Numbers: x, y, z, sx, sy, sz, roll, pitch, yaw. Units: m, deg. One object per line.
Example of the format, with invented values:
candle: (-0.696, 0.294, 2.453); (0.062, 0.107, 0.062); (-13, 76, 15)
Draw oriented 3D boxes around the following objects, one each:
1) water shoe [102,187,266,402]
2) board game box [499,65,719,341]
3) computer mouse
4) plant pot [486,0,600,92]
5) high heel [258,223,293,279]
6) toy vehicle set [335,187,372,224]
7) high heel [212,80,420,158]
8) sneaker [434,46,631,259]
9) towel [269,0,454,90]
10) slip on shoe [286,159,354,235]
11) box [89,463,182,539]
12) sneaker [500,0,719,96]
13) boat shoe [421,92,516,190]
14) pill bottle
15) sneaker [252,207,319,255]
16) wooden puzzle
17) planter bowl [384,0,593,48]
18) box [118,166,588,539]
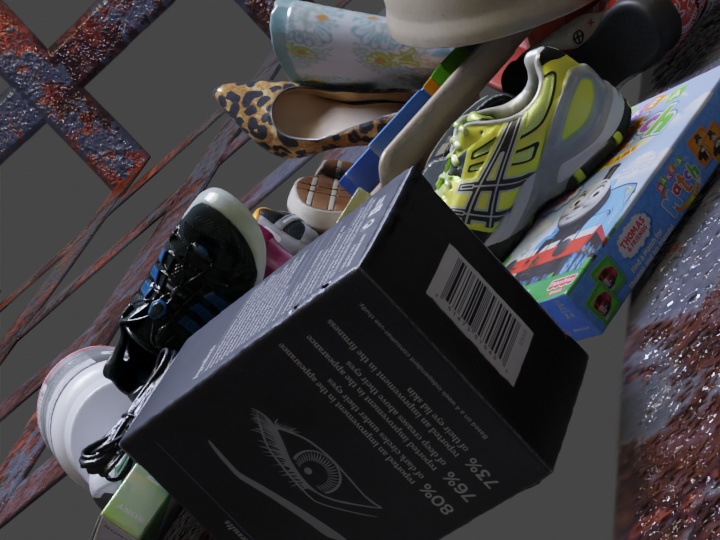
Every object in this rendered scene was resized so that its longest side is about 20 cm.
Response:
water shoe: (-0.126, 0.026, 1.218); (0.079, 0.071, 0.201); (-44, -12, -42)
board game box: (0.140, -0.030, 1.029); (0.200, 0.037, 0.151); (-50, 14, -29)
computer mouse: (-0.171, 0.131, 1.241); (0.110, 0.044, 0.200); (-59, -3, -29)
plant pot: (0.155, -0.295, 1.510); (0.195, 0.201, 0.201); (-39, 11, -14)
high heel: (-0.102, 0.033, 1.310); (0.068, 0.095, 0.200); (-57, -2, -33)
toy vehicle set: (-0.035, 0.034, 1.203); (0.125, 0.026, 0.200); (-59, -2, -22)
high heel: (-0.027, -0.147, 1.482); (0.143, 0.198, 0.072); (118, 170, -66)
sneaker: (0.073, -0.054, 1.059); (0.200, 0.076, 0.075); (-46, 13, 2)
towel: (0.015, -0.184, 1.511); (0.200, 0.169, 0.049); (57, -138, -79)
slip on shoe: (-0.026, -0.051, 1.510); (0.200, 0.075, 0.061); (-77, 2, -76)
box: (-0.132, 0.139, 1.215); (0.201, 0.036, 0.145); (-59, -3, -38)
sneaker: (0.193, -0.174, 1.272); (0.108, 0.067, 0.201); (-41, 5, -29)
boat shoe: (0.069, -0.042, 1.200); (0.201, 0.072, 0.068); (-58, 8, -18)
pill bottle: (-0.205, 0.126, 1.426); (0.114, 0.114, 0.200); (-46, 13, -10)
sneaker: (-0.067, -0.012, 1.405); (0.078, 0.077, 0.200); (-50, 4, -13)
wooden puzzle: (0.048, -0.115, 1.338); (0.185, 0.046, 0.200); (-49, -3, -18)
planter bowl: (0.096, -0.270, 1.271); (0.198, 0.136, 0.201); (-16, 25, 8)
box: (-0.004, 0.069, 0.907); (0.199, 0.148, 0.105); (-35, 15, 34)
